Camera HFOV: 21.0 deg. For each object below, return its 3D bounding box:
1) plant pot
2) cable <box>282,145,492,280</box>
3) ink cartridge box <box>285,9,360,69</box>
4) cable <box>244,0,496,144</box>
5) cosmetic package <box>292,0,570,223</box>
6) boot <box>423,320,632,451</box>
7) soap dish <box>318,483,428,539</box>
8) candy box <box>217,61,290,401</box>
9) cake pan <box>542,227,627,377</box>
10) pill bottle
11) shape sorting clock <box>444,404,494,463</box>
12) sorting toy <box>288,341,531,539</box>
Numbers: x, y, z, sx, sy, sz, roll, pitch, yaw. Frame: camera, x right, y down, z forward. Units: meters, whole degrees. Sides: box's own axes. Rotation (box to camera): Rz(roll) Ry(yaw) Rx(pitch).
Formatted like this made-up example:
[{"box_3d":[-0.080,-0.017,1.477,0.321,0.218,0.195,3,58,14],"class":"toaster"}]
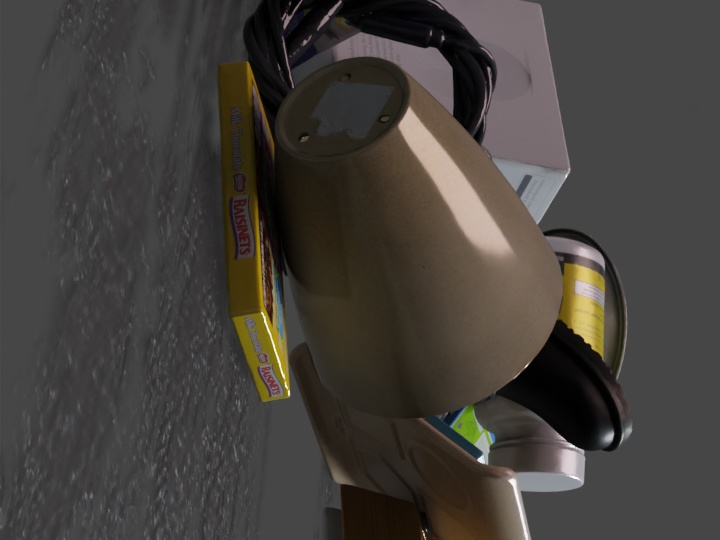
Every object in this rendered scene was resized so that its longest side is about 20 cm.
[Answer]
[{"box_3d":[0.020,-0.038,1.285,0.188,0.185,0.201,-94,164,-45],"class":"plant pot"},{"box_3d":[0.013,-0.066,1.469,0.051,0.198,0.165,-27,-99,61],"class":"cable"},{"box_3d":[-0.007,-0.280,1.554,0.047,0.199,0.199,37,37,-48],"class":"ink cartridge box"},{"box_3d":[0.008,-0.143,1.431,0.051,0.198,0.165,132,-54,-59],"class":"cable"},{"box_3d":[0.050,-0.133,1.618,0.123,0.198,0.201,119,-24,-45],"class":"cosmetic package"},{"box_3d":[0.096,0.096,1.528,0.211,0.158,0.080,45,-29,11],"class":"boot"},{"box_3d":[0.023,0.277,1.403,0.201,0.080,0.158,-95,173,-45],"class":"soap dish"},{"box_3d":[-0.069,-0.027,1.256,0.103,0.026,0.202,79,5,-55],"class":"candy box"},{"box_3d":[0.164,0.058,1.781,0.200,0.036,0.202,-17,-112,52],"class":"cake pan"},{"box_3d":[0.152,0.082,1.652,0.111,0.110,0.202,64,28,-70],"class":"pill bottle"},{"box_3d":[0.068,0.183,1.705,0.199,0.039,0.202,-33,133,-43],"class":"shape sorting clock"},{"box_3d":[0.045,0.145,1.413,0.199,0.036,0.186,30,-26,31],"class":"sorting toy"}]
